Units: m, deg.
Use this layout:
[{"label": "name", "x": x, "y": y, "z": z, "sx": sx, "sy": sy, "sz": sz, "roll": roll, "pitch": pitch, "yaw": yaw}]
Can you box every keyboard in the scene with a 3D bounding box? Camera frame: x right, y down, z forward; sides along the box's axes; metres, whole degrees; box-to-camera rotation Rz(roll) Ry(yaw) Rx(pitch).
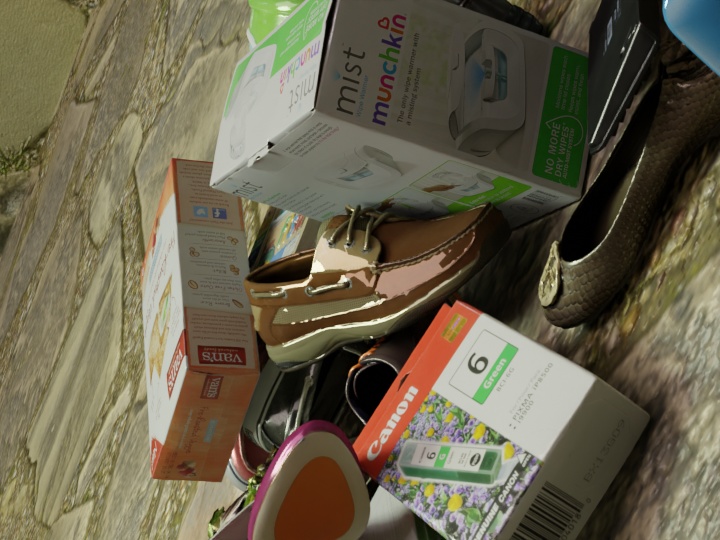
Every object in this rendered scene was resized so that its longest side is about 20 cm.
[{"label": "keyboard", "x": 0.150, "y": -0.148, "z": 0.978, "sx": 0.200, "sy": 0.020, "sz": 0.128, "roll": -76, "pitch": 5, "yaw": -64}]

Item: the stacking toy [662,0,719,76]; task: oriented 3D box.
[{"label": "stacking toy", "x": 0.194, "y": -0.146, "z": 0.827, "sx": 0.116, "sy": 0.109, "sz": 0.200, "roll": -51, "pitch": 13, "yaw": 16}]

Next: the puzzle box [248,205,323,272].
[{"label": "puzzle box", "x": -0.041, "y": -0.041, "z": 1.314, "sx": 0.134, "sy": 0.025, "sz": 0.200, "roll": -69, "pitch": 11, "yaw": -19}]

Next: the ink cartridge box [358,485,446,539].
[{"label": "ink cartridge box", "x": 0.015, "y": 0.215, "z": 1.068, "sx": 0.104, "sy": 0.059, "sz": 0.201, "roll": -101, "pitch": 32, "yaw": -55}]

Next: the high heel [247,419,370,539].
[{"label": "high heel", "x": -0.034, "y": 0.132, "z": 1.036, "sx": 0.096, "sy": 0.067, "sz": 0.201, "roll": -104, "pitch": 9, "yaw": -45}]

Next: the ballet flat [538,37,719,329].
[{"label": "ballet flat", "x": 0.139, "y": -0.050, "z": 0.958, "sx": 0.068, "sy": 0.046, "sz": 0.200, "roll": -96, "pitch": 30, "yaw": -47}]

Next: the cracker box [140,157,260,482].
[{"label": "cracker box", "x": -0.121, "y": 0.036, "z": 1.343, "sx": 0.134, "sy": 0.057, "sz": 0.201, "roll": 112, "pitch": 156, "yaw": -45}]

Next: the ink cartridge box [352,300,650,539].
[{"label": "ink cartridge box", "x": 0.055, "y": 0.080, "z": 0.977, "sx": 0.109, "sy": 0.050, "sz": 0.200, "roll": -57, "pitch": 34, "yaw": -2}]

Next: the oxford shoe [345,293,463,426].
[{"label": "oxford shoe", "x": 0.028, "y": 0.056, "z": 1.147, "sx": 0.200, "sy": 0.072, "sz": 0.071, "roll": -106, "pitch": 38, "yaw": -59}]

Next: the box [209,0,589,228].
[{"label": "box", "x": 0.022, "y": -0.088, "z": 1.129, "sx": 0.200, "sy": 0.175, "sz": 0.097, "roll": 154, "pitch": 130, "yaw": -67}]

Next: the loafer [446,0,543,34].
[{"label": "loafer", "x": 0.048, "y": -0.150, "z": 1.246, "sx": 0.073, "sy": 0.072, "sz": 0.200, "roll": -56, "pitch": 14, "yaw": -26}]

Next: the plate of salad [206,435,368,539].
[{"label": "plate of salad", "x": -0.066, "y": 0.168, "z": 1.188, "sx": 0.048, "sy": 0.199, "sz": 0.200, "roll": 48, "pitch": 132, "yaw": 18}]

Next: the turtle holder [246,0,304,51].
[{"label": "turtle holder", "x": -0.026, "y": -0.172, "z": 1.407, "sx": 0.185, "sy": 0.140, "sz": 0.133, "roll": -151, "pitch": 61, "yaw": -62}]

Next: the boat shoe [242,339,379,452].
[{"label": "boat shoe", "x": -0.012, "y": 0.043, "z": 1.306, "sx": 0.063, "sy": 0.071, "sz": 0.201, "roll": 21, "pitch": 86, "yaw": 39}]

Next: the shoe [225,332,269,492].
[{"label": "shoe", "x": -0.054, "y": 0.066, "z": 1.378, "sx": 0.091, "sy": 0.071, "sz": 0.201, "roll": 138, "pitch": 149, "yaw": -67}]

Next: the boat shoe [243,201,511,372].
[{"label": "boat shoe", "x": 0.000, "y": 0.000, "z": 1.129, "sx": 0.199, "sy": 0.074, "sz": 0.076, "roll": -26, "pitch": 13, "yaw": 37}]
